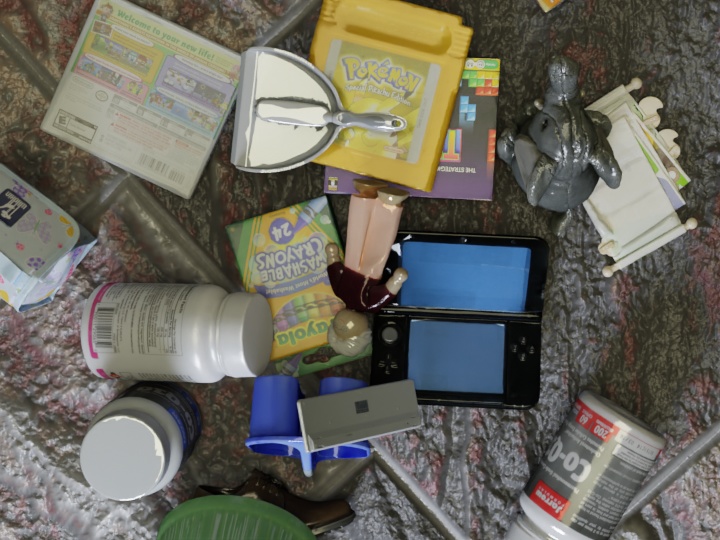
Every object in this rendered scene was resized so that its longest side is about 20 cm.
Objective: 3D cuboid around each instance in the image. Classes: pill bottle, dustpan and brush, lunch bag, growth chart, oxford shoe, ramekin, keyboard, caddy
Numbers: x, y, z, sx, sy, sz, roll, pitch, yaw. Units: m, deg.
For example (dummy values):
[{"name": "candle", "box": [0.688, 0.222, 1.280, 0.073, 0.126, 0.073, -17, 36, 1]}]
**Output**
[{"name": "pill bottle", "box": [-0.251, 0.194, 1.648, 0.113, 0.200, 0.114, 0, 95, 3]}, {"name": "pill bottle", "box": [-0.209, 0.072, 1.658, 0.199, 0.113, 0.114, 1, 95, 18]}, {"name": "dustpan and brush", "box": [-0.045, -0.172, 1.595, 0.199, 0.057, 0.140, 6, 94, 5]}, {"name": "lunch bag", "box": [-0.405, -0.045, 1.637, 0.169, 0.200, 0.127, 39, 96, 0]}, {"name": "growth chart", "box": [0.313, -0.111, 1.686, 0.144, 0.018, 0.201, -24, 93, 4]}, {"name": "oxford shoe", "box": [-0.105, 0.279, 1.713, 0.199, 0.073, 0.085, -1, 93, 3]}, {"name": "ramekin", "box": [-0.147, 0.360, 1.659, 0.199, 0.098, 0.201, 5, 132, 5]}, {"name": "keyboard", "box": [0.002, 0.158, 1.580, 0.011, 0.200, 0.057, -20, 80, 38]}, {"name": "pill bottle", "box": [0.256, 0.251, 1.670, 0.114, 0.114, 0.201, 30, 95, 0]}, {"name": "caddy", "box": [-0.058, 0.182, 1.646, 0.141, 0.200, 0.106, 1, 78, 2]}]

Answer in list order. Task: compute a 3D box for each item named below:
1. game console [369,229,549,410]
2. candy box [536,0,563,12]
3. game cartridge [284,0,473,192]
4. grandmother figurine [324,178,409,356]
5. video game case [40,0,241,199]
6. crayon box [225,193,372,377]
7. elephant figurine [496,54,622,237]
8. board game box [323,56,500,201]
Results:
[{"name": "game console", "box": [0.112, 0.059, 1.655, 0.199, 0.116, 0.177, 3, 69, 3]}, {"name": "candy box", "box": [0.258, -0.398, 1.620, 0.200, 0.055, 0.116, -35, 92, 23]}, {"name": "game cartridge", "box": [0.022, -0.207, 1.630, 0.175, 0.032, 0.201, 15, 97, 5]}, {"name": "grandmother figurine", "box": [0.000, 0.000, 1.626, 0.060, 0.121, 0.201, 0, 108, -37]}, {"name": "video game case", "box": [-0.254, -0.208, 1.706, 0.199, 0.022, 0.183, 25, 96, 1]}, {"name": "crayon box", "box": [-0.069, 0.024, 1.700, 0.125, 0.052, 0.201, -17, 94, 4]}, {"name": "elephant figurine", "box": [0.220, -0.133, 1.580, 0.155, 0.200, 0.142, 40, 93, -3]}, {"name": "board game box", "box": [0.060, -0.168, 1.676, 0.199, 0.057, 0.166, 2, 93, 3]}]
